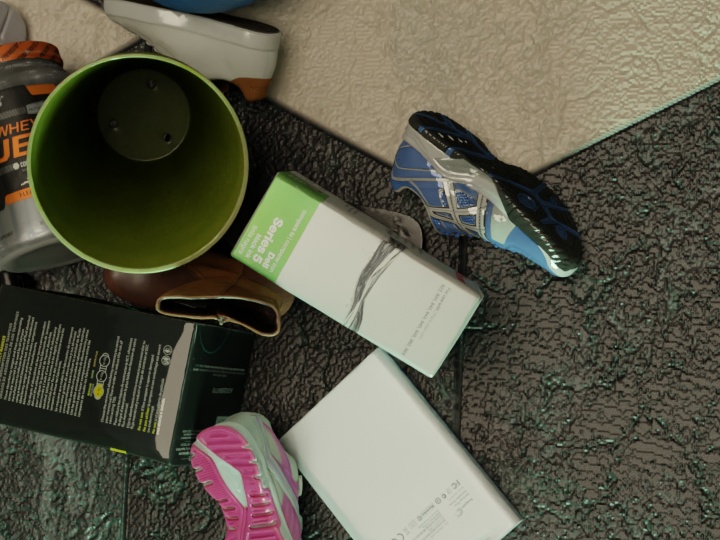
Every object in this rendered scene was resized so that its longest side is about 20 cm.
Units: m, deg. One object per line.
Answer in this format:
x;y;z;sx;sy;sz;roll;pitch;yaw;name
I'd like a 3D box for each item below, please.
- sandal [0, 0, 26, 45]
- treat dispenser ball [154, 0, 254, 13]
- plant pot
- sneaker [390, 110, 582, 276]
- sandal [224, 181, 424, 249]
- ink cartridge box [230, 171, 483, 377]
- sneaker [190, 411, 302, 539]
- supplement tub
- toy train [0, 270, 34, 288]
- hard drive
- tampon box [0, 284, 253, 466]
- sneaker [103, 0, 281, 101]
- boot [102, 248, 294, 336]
-0.414;-0.181;1.450;0.059;0.079;0.208;17;76;53;sandal
-0.143;-0.336;1.316;0.199;0.201;0.203;-1;85;17;treat dispenser ball
-0.197;-0.117;1.306;0.185;0.200;0.189;-2;108;-7;plant pot
0.112;-0.058;1.293;0.200;0.076;0.077;41;120;16;sneaker
-0.039;-0.041;1.342;0.198;0.045;0.076;8;90;18;sandal
0.000;0.000;1.250;0.199;0.146;0.084;32;95;1;ink cartridge box
-0.085;0.215;1.316;0.081;0.088;0.202;-4;110;23;sneaker
-0.314;-0.109;1.394;0.121;0.122;0.202;-19;80;15;supplement tub
-0.361;-0.041;1.443;0.034;0.046;0.202;-19;80;15;toy train
0.034;0.189;1.312;0.132;0.025;0.200;-43;75;10;hard drive
-0.223;0.096;1.335;0.198;0.150;0.128;11;88;18;tampon box
-0.170;-0.210;1.384;0.199;0.073;0.086;22;114;28;sneaker
-0.153;0.025;1.274;0.186;0.200;0.069;14;99;2;boot
